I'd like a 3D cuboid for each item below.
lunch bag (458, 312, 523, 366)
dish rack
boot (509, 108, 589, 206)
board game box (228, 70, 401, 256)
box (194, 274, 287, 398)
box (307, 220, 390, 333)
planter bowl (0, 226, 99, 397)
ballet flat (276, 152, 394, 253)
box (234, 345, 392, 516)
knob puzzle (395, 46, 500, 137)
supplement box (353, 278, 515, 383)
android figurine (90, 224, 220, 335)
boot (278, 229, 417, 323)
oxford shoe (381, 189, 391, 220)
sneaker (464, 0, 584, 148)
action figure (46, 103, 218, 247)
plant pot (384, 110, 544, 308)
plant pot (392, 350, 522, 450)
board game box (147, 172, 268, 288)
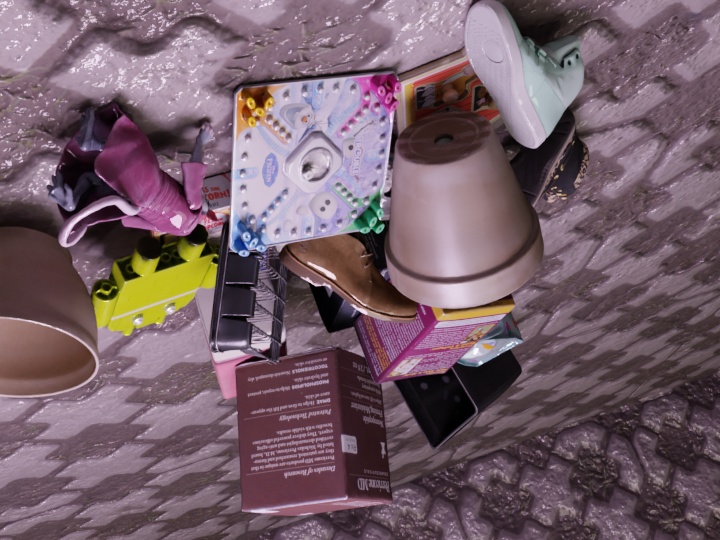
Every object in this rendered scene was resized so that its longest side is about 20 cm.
[{"bbox_3d":[0.167,0.059,1.689,0.121,0.173,0.199,-30,160,22],"label":"lunch bag"},{"bbox_3d":[-0.131,0.037,1.279,0.053,0.157,0.200,5,169,9],"label":"dish rack"},{"bbox_3d":[0.246,-0.122,1.431,0.202,0.073,0.150,-60,154,5],"label":"boot"},{"bbox_3d":[-0.050,-0.118,1.160,0.196,0.026,0.203,-11,126,-25],"label":"board game box"},{"bbox_3d":[-0.172,0.083,1.483,0.107,0.130,0.201,-16,156,-10],"label":"box"},{"bbox_3d":[0.042,-0.024,1.462,0.196,0.119,0.197,-14,156,-22],"label":"box"},{"bbox_3d":[-0.385,0.038,1.140,0.196,0.137,0.201,-2,151,-1],"label":"planter bowl"},{"bbox_3d":[-0.039,-0.090,1.294,0.199,0.072,0.072,-37,155,13],"label":"ballet flat"},{"bbox_3d":[-0.064,0.229,1.433,0.161,0.204,0.165,-12,163,21],"label":"box"},{"bbox_3d":[0.139,-0.209,1.252,0.216,0.031,0.221,-19,157,-8],"label":"knob puzzle"},{"bbox_3d":[0.098,0.060,1.408,0.129,0.105,0.200,-5,151,-34],"label":"supplement box"},{"bbox_3d":[-0.246,0.018,1.236,0.180,0.041,0.201,-20,158,-35],"label":"android figurine"},{"bbox_3d":[0.000,0.000,1.283,0.198,0.074,0.076,29,106,-19],"label":"boot"},{"bbox_3d":[0.084,-0.117,1.362,0.196,0.076,0.058,-14,136,-20],"label":"oxford shoe"},{"bbox_3d":[0.191,-0.251,1.163,0.119,0.073,0.201,-48,135,-16],"label":"sneaker"},{"bbox_3d":[-0.215,-0.083,1.066,0.133,0.151,0.199,-38,140,21],"label":"action figure"},{"bbox_3d":[0.112,-0.086,1.227,0.196,0.201,0.176,-20,126,-5],"label":"plant pot"},{"bbox_3d":[0.197,0.201,2.028,0.175,0.202,0.200,-20,160,-34],"label":"plant pot"},{"bbox_3d":[-0.189,-0.044,1.290,0.149,0.047,0.201,-16,157,-15],"label":"board game box"}]
